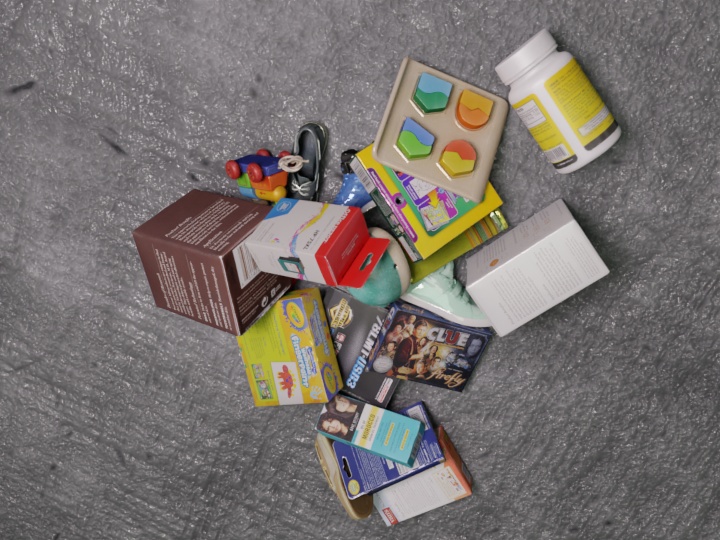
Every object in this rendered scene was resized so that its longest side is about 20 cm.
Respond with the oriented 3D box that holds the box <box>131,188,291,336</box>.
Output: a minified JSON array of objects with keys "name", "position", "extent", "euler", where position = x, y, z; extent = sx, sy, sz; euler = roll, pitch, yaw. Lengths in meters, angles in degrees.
[{"name":"box","position":[-0.251,-0.020,1.073],"extent":[0.198,0.166,0.166],"euler":[15,130,26]}]

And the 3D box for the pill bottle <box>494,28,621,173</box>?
[{"name":"pill bottle","position":[0.305,-0.264,0.964],"extent":[0.114,0.114,0.201],"euler":[-35,99,19]}]

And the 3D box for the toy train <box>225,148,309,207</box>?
[{"name":"toy train","position":[-0.143,-0.139,1.064],"extent":[0.199,0.084,0.117],"euler":[16,126,45]}]

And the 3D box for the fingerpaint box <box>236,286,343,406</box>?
[{"name":"fingerpaint box","position":[-0.139,0.145,1.161],"extent":[0.165,0.073,0.202],"euler":[-10,100,26]}]

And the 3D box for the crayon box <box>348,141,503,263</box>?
[{"name":"crayon box","position":[0.108,-0.144,1.014],"extent":[0.172,0.058,0.201],"euler":[-34,92,-15]}]

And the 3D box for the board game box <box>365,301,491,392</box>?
[{"name":"board game box","position":[0.125,0.142,1.134],"extent":[0.198,0.035,0.137],"euler":[15,112,-19]}]

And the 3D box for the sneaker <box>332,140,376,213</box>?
[{"name":"sneaker","position":[-0.021,-0.149,1.079],"extent":[0.199,0.077,0.112],"euler":[-29,107,14]}]

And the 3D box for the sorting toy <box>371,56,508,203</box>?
[{"name":"sorting toy","position":[0.133,-0.226,0.981],"extent":[0.198,0.036,0.187],"euler":[22,77,-11]}]

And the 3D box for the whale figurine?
[{"name":"whale figurine","position":[0.000,0.000,1.071],"extent":[0.103,0.199,0.160],"euler":[-31,105,-25]}]

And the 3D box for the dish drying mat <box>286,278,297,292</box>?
[{"name":"dish drying mat","position":[-0.155,-0.001,1.186],"extent":[0.076,0.018,0.201],"euler":[35,111,-1]}]

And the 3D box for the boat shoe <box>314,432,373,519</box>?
[{"name":"boat shoe","position":[-0.036,0.405,1.236],"extent":[0.067,0.073,0.201],"euler":[-53,48,38]}]

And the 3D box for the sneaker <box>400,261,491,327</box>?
[{"name":"sneaker","position":[0.170,0.022,1.105],"extent":[0.198,0.074,0.119],"euler":[20,108,2]}]

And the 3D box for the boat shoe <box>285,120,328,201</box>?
[{"name":"boat shoe","position":[-0.108,-0.165,1.098],"extent":[0.072,0.062,0.202],"euler":[18,108,5]}]

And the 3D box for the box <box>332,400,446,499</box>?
[{"name":"box","position":[0.053,0.351,1.199],"extent":[0.198,0.032,0.122],"euler":[-25,58,4]}]

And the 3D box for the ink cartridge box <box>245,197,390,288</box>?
[{"name":"ink cartridge box","position":[-0.066,-0.046,0.974],"extent":[0.198,0.117,0.068],"euler":[10,140,30]}]

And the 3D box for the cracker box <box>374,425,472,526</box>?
[{"name":"cracker box","position":[0.109,0.419,1.255],"extent":[0.199,0.058,0.135],"euler":[-28,100,17]}]

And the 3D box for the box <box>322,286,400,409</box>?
[{"name":"box","position":[-0.001,0.143,1.191],"extent":[0.197,0.050,0.202],"euler":[26,111,2]}]

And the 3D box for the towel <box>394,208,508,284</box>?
[{"name":"towel","position":[0.152,-0.063,1.063],"extent":[0.199,0.018,0.087],"euler":[-31,87,-4]}]

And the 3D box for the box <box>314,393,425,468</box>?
[{"name":"box","position":[0.018,0.304,1.188],"extent":[0.198,0.049,0.083],"euler":[13,67,24]}]

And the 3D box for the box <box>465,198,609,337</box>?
[{"name":"box","position":[0.286,-0.007,1.031],"extent":[0.199,0.152,0.107],"euler":[-35,100,20]}]
